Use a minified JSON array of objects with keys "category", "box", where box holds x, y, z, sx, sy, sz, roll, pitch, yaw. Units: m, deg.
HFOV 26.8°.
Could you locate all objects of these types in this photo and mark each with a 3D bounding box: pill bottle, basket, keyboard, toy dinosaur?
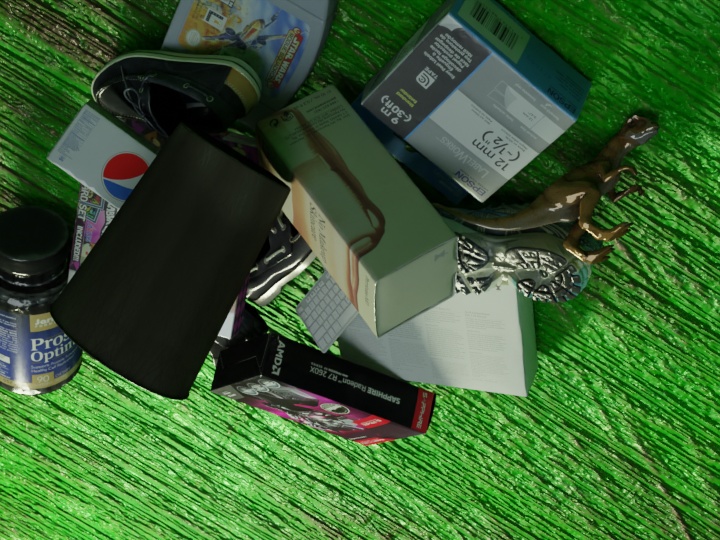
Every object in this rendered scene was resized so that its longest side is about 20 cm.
[{"category":"pill bottle","box":[-0.357,0.032,1.635,0.112,0.112,0.200,18,135,9]},{"category":"basket","box":[-0.159,-0.015,1.306,0.136,0.180,0.200,29,94,-28]},{"category":"keyboard","box":[0.000,0.000,1.434,0.200,0.011,0.056,-50,59,38]},{"category":"toy dinosaur","box":[0.176,-0.057,1.297,0.106,0.200,0.060,58,177,21]}]

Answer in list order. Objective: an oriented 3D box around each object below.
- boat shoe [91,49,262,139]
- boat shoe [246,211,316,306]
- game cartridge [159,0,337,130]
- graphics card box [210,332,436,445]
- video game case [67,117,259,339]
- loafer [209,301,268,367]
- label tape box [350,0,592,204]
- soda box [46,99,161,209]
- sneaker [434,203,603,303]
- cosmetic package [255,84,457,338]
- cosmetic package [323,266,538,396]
[{"category":"boat shoe","box":[-0.179,-0.157,1.376,0.200,0.062,0.075,5,143,38]},{"category":"boat shoe","box":[-0.076,-0.033,1.481,0.063,0.073,0.200,33,139,-11]},{"category":"game cartridge","box":[-0.098,-0.219,1.353,0.133,0.042,0.200,32,135,0]},{"category":"graphics card box","box":[-0.039,0.125,1.551,0.200,0.051,0.125,23,158,-25]},{"category":"video game case","box":[-0.190,-0.050,1.485,0.181,0.036,0.201,15,108,9]},{"category":"loafer","box":[-0.188,0.020,1.562,0.200,0.073,0.072,44,92,-14]},{"category":"label tape box","box":[0.082,-0.136,1.323,0.143,0.066,0.200,38,132,-11]},{"category":"soda box","box":[-0.188,-0.074,1.400,0.200,0.068,0.064,36,95,-11]},{"category":"sneaker","box":[0.131,-0.025,1.389,0.200,0.086,0.078,15,132,32]},{"category":"cosmetic package","box":[-0.005,-0.054,1.336,0.200,0.087,0.103,52,161,28]},{"category":"cosmetic package","box":[0.071,0.042,1.495,0.199,0.052,0.151,7,133,20]}]
